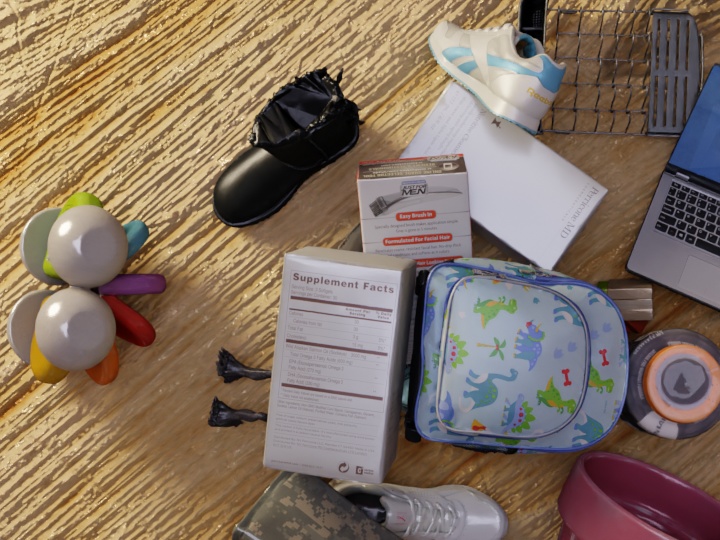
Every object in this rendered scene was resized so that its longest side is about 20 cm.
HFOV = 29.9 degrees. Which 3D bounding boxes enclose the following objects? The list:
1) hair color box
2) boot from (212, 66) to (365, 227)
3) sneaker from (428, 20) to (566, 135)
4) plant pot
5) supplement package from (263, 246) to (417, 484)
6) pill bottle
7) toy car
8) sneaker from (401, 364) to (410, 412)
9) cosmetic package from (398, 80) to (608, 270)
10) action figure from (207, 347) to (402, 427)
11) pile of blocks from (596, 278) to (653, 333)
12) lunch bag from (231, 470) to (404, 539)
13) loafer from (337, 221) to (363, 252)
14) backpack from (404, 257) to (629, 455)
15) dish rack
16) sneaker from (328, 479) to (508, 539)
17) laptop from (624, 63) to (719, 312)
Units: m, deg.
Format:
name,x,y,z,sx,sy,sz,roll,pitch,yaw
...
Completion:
name,x,y,z,sx,sy,sz,roll,pitch,yaw
hair color box,0.059,-0.010,1.360,0.110,0.064,0.202,-4,113,2
boot,-0.083,-0.125,1.395,0.197,0.162,0.074,-34,81,2
sneaker,0.141,-0.215,1.386,0.081,0.076,0.200,-58,40,15
plant pot,0.265,0.303,1.322,0.199,0.200,0.180,25,104,7
supplement package,-0.017,0.085,1.280,0.116,0.117,0.202,7,95,8
pill bottle,0.302,0.111,1.318,0.105,0.200,0.107,0,85,5
toy car,-0.278,0.023,1.418,0.149,0.175,0.202,10,85,-28
sneaker,0.122,0.110,1.388,0.198,0.096,0.080,-5,85,5
cosmetic package,0.147,-0.091,1.412,0.199,0.081,0.113,34,87,8
action figure,-0.059,0.145,1.402,0.198,0.102,0.120,10,81,9
pile of blocks,0.214,0.050,1.394,0.198,0.082,0.063,-6,99,-10
lunch bag,-0.050,0.306,1.344,0.163,0.201,0.118,36,57,10
loafer,0.000,0.000,1.421,0.072,0.072,0.201,33,88,10
backpack,0.151,0.085,1.268,0.198,0.147,0.185,6,91,-4
dish rack,0.263,-0.213,1.424,0.198,0.055,0.155,3,86,7
sneaker,0.052,0.256,1.380,0.198,0.099,0.079,4,85,6
laptop,0.397,-0.067,1.364,0.186,0.116,0.201,23,67,7
